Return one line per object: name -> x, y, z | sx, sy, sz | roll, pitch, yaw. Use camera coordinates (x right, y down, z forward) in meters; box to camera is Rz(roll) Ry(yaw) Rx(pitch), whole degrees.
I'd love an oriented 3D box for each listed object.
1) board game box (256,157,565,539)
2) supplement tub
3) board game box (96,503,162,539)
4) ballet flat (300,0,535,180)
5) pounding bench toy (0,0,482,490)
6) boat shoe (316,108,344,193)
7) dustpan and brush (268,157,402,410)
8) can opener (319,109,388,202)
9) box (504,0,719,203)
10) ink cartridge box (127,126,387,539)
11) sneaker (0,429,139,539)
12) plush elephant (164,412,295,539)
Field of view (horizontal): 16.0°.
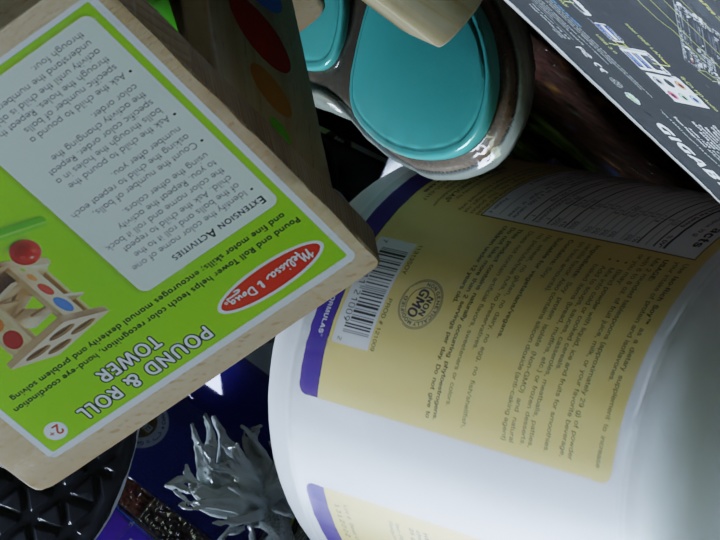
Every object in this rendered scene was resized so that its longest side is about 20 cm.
board game box -> 0.017, 0.050, 0.975 | 0.032, 0.200, 0.120 | 33, 175, -4
supplement tub -> 0.087, 0.047, 0.753 | 0.200, 0.146, 0.145 | 14, 159, 43
board game box -> -0.077, 0.135, 0.993 | 0.134, 0.045, 0.200 | 33, 169, 50
ballet flat -> 0.017, -0.072, 0.803 | 0.064, 0.067, 0.200 | 8, -170, -31
pounding bench toy -> -0.059, -0.072, 0.721 | 0.124, 0.200, 0.156 | 44, -158, -34
boat shoe -> -0.036, -0.031, 0.959 | 0.057, 0.069, 0.200 | 8, 172, 5
dustpan and brush -> 0.000, 0.000, 0.944 | 0.057, 0.140, 0.200 | 24, 170, 11
can opener -> -0.029, -0.066, 1.056 | 0.200, 0.053, 0.066 | 31, 172, 42
box -> 0.073, -0.069, 0.507 | 0.200, 0.049, 0.160 | 40, 170, -25
ink cartridge box -> 0.002, 0.043, 1.079 | 0.200, 0.200, 0.041 | 35, 143, 10
sneaker -> -0.104, 0.014, 0.876 | 0.072, 0.200, 0.083 | 12, 174, -5
plush elephant -> -0.042, 0.169, 0.832 | 0.165, 0.155, 0.200 | -7, 116, 35
